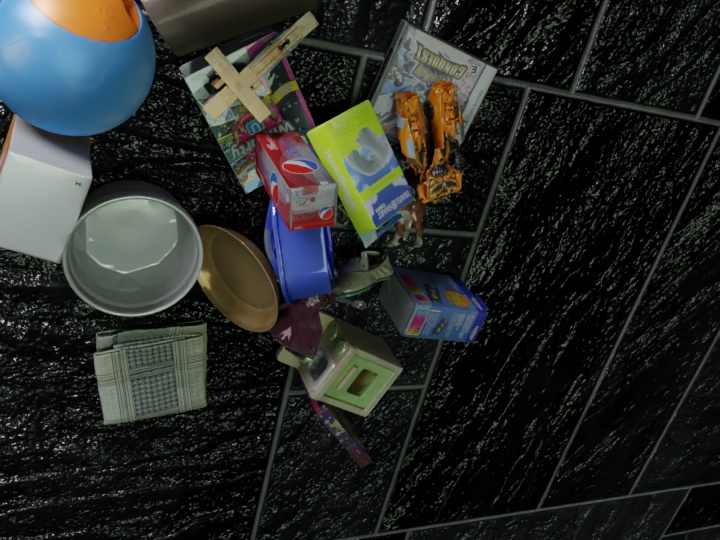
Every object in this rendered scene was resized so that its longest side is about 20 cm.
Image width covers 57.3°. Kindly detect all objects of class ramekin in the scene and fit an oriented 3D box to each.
[{"bbox_3d":[-0.346,-0.041,1.002,0.199,0.105,0.202,-11,122,-18],"label":"ramekin"}]

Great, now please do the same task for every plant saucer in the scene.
[{"bbox_3d":[-0.198,0.007,1.067,0.035,0.199,0.201,-40,135,-39],"label":"plant saucer"}]

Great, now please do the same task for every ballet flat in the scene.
[{"bbox_3d":[0.000,0.000,1.154,0.067,0.200,0.063,-5,97,23],"label":"ballet flat"}]

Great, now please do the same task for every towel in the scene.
[{"bbox_3d":[-0.367,0.184,1.172,0.191,0.035,0.201,-6,120,-21],"label":"towel"}]

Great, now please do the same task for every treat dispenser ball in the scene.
[{"bbox_3d":[-0.354,-0.266,0.802,0.199,0.201,0.202,-11,123,-18],"label":"treat dispenser ball"}]

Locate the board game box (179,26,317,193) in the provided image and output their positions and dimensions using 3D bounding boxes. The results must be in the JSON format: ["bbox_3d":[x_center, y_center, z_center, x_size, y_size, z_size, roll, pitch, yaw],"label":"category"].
[{"bbox_3d":[-0.157,-0.241,0.993,0.147,0.064,0.201,-29,128,-5],"label":"board game box"}]

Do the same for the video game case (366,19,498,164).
[{"bbox_3d":[0.113,-0.292,1.107,0.199,0.026,0.182,14,113,-30],"label":"video game case"}]

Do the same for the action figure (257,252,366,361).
[{"bbox_3d":[-0.092,0.055,1.194,0.134,0.148,0.201,35,82,-47],"label":"action figure"}]

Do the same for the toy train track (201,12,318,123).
[{"bbox_3d":[-0.141,-0.287,0.919,0.200,0.033,0.115,-43,119,-3],"label":"toy train track"}]

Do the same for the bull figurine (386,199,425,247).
[{"bbox_3d":[0.038,-0.112,1.136,0.199,0.065,0.123,13,75,-37],"label":"bull figurine"}]

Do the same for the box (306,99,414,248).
[{"bbox_3d":[0.009,-0.152,1.040,0.122,0.047,0.201,-40,109,-42],"label":"box"}]

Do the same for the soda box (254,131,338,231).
[{"bbox_3d":[-0.095,-0.130,0.923,0.069,0.200,0.064,-8,123,-18],"label":"soda box"}]

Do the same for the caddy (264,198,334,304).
[{"bbox_3d":[-0.102,-0.046,1.057,0.104,0.141,0.202,-5,107,3],"label":"caddy"}]

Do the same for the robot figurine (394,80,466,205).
[{"bbox_3d":[0.118,-0.203,1.097,0.144,0.058,0.201,-21,118,-21],"label":"robot figurine"}]

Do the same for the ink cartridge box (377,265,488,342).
[{"bbox_3d":[0.149,0.066,1.270,0.199,0.137,0.077,10,118,-29],"label":"ink cartridge box"}]

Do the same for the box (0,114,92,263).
[{"bbox_3d":[-0.420,-0.120,0.860,0.097,0.200,0.125,18,110,-32],"label":"box"}]

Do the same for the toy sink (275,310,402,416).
[{"bbox_3d":[-0.040,0.180,1.268,0.199,0.112,0.131,29,104,-35],"label":"toy sink"}]

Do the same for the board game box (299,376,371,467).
[{"bbox_3d":[-0.050,0.303,1.334,0.032,0.120,0.201,-32,126,1],"label":"board game box"}]

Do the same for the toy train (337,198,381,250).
[{"bbox_3d":[-0.028,-0.105,1.151,0.046,0.034,0.200,-46,127,3],"label":"toy train"}]

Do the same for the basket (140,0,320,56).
[{"bbox_3d":[-0.182,-0.378,0.856,0.199,0.136,0.181,-27,94,1],"label":"basket"}]
